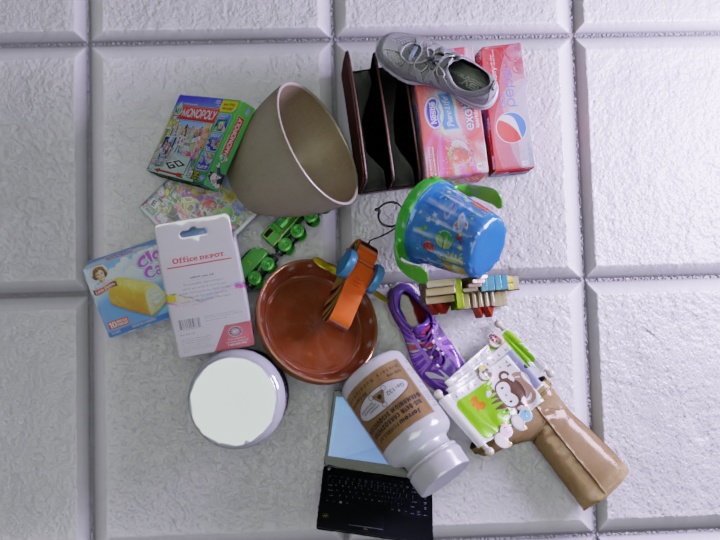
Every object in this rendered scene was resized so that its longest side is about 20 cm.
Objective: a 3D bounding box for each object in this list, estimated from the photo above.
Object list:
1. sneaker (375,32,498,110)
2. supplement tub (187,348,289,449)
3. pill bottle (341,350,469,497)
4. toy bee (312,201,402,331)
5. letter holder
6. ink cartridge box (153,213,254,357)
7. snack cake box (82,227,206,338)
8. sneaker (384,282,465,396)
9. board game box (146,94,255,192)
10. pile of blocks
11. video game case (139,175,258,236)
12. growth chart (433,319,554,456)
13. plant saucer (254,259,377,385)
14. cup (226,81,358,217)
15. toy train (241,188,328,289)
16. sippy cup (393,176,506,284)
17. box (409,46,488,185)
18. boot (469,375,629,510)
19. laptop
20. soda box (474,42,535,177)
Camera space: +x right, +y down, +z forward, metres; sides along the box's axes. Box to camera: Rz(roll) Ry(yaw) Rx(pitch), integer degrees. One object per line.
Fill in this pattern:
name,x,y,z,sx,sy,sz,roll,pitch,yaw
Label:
sneaker,0.118,-0.309,1.355,0.198,0.082,0.075,21,85,1
supplement tub,-0.178,0.186,1.344,0.139,0.200,0.142,0,86,-2
pill bottle,0.069,0.230,1.365,0.114,0.114,0.201,-35,67,-4
toy bee,0.000,0.000,1.410,0.200,0.109,0.131,-42,102,-13
letter holder,0.033,-0.233,1.412,0.099,0.142,0.202,-8,86,-2
ink cartridge box,-0.229,0.016,1.342,0.115,0.068,0.202,-9,106,-5
snack cake box,-0.309,0.012,1.402,0.198,0.067,0.116,-19,105,-1
sneaker,0.100,0.110,1.419,0.080,0.083,0.201,-34,88,-4
board game box,-0.246,-0.197,1.384,0.029,0.199,0.136,26,84,-38
pile of blocks,0.178,0.042,1.401,0.198,0.082,0.063,-4,84,-32
video game case,-0.233,-0.119,1.456,0.143,0.018,0.200,45,85,2
growth chart,0.208,0.179,1.391,0.144,0.018,0.200,39,58,16
plant saucer,-0.069,0.080,1.403,0.198,0.032,0.202,11,62,-22
cup,-0.116,-0.159,1.375,0.142,0.200,0.202,-27,87,25
toy train,-0.122,-0.056,1.446,0.056,0.042,0.200,40,85,12
sippy cup,0.140,-0.055,1.356,0.130,0.139,0.179,27,92,35
box,0.135,-0.239,1.439,0.101,0.095,0.202,-6,86,-2
boot,0.295,0.292,1.421,0.175,0.066,0.200,-40,89,-6
laptop,0.032,0.298,1.392,0.175,0.201,0.104,8,122,-1
soda box,0.231,-0.255,1.460,0.069,0.063,0.202,-7,87,-2
